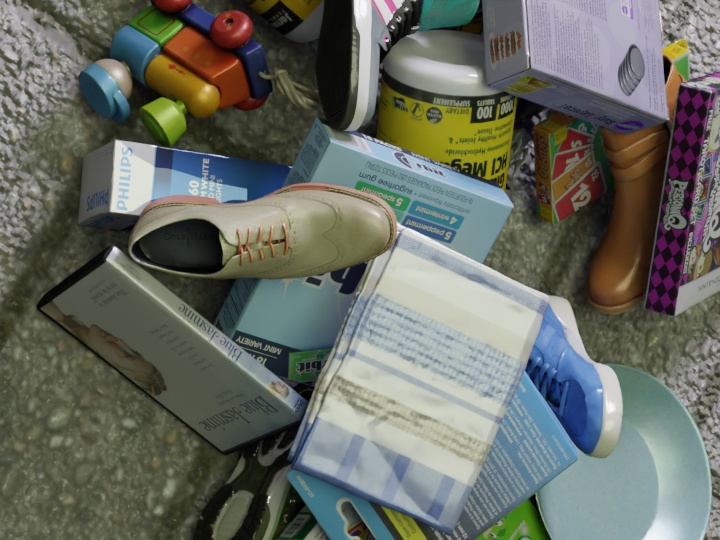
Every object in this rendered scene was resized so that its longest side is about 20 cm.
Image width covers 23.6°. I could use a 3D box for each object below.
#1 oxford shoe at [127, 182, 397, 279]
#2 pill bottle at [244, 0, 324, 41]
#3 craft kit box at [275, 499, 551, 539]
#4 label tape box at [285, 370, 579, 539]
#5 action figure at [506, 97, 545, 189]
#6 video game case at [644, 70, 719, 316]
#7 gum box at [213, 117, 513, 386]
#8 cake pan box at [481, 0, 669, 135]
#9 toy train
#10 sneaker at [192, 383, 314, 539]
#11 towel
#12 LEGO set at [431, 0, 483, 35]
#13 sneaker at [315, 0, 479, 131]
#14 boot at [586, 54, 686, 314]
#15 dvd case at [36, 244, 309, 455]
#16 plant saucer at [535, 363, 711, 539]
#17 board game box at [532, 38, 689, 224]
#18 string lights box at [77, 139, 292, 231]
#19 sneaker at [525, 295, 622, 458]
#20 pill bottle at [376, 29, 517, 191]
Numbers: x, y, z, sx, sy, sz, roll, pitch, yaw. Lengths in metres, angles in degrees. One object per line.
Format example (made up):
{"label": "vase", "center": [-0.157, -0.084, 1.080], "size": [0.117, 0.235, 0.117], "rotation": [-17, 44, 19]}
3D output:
{"label": "oxford shoe", "center": [-0.073, -0.019, 1.256], "size": [0.198, 0.074, 0.072], "rotation": [-5, 106, 9]}
{"label": "pill bottle", "center": [-0.057, -0.261, 1.406], "size": [0.200, 0.112, 0.113], "rotation": [39, 71, -15]}
{"label": "craft kit box", "center": [0.052, 0.224, 1.420], "size": [0.200, 0.048, 0.198], "rotation": [-48, 115, -32]}
{"label": "label tape box", "center": [0.051, 0.144, 1.352], "size": [0.199, 0.066, 0.144], "rotation": [-36, 108, -5]}
{"label": "action figure", "center": [0.158, -0.171, 1.520], "size": [0.200, 0.069, 0.130], "rotation": [-49, 122, -12]}
{"label": "video game case", "center": [0.315, -0.076, 1.519], "size": [0.181, 0.036, 0.202], "rotation": [-20, 122, -53]}
{"label": "gum box", "center": [0.000, 0.000, 1.351], "size": [0.169, 0.045, 0.201], "rotation": [18, 114, -26]}
{"label": "cake pan box", "center": [0.171, -0.226, 1.391], "size": [0.183, 0.052, 0.202], "rotation": [12, 70, -46]}
{"label": "toy train", "center": [-0.120, -0.137, 1.337], "size": [0.116, 0.199, 0.085], "rotation": [-42, 145, -21]}
{"label": "sneaker", "center": [-0.058, 0.176, 1.410], "size": [0.201, 0.076, 0.089], "rotation": [-54, 137, -20]}
{"label": "towel", "center": [0.044, 0.080, 1.294], "size": [0.146, 0.024, 0.202], "rotation": [23, 88, -10]}
{"label": "LEGO set", "center": [0.066, -0.281, 1.449], "size": [0.115, 0.153, 0.202], "rotation": [-16, 99, -41]}
{"label": "sneaker", "center": [0.031, -0.193, 1.321], "size": [0.120, 0.084, 0.202], "rotation": [9, 70, -22]}
{"label": "boot", "center": [0.241, -0.075, 1.502], "size": [0.201, 0.076, 0.155], "rotation": [-51, 142, -11]}
{"label": "dvd case", "center": [-0.145, 0.066, 1.328], "size": [0.200, 0.142, 0.018], "rotation": [40, 57, -15]}
{"label": "plant saucer", "center": [0.223, 0.185, 1.525], "size": [0.199, 0.039, 0.203], "rotation": [8, 73, -28]}
{"label": "board game box", "center": [0.232, -0.127, 1.544], "size": [0.199, 0.030, 0.096], "rotation": [-33, 134, -30]}
{"label": "string lights box", "center": [-0.115, -0.056, 1.374], "size": [0.198, 0.103, 0.060], "rotation": [7, 84, -23]}
{"label": "sneaker", "center": [0.141, 0.083, 1.440], "size": [0.110, 0.201, 0.077], "rotation": [6, 123, -17]}
{"label": "pill bottle", "center": [0.066, -0.086, 1.418], "size": [0.111, 0.112, 0.202], "rotation": [-8, 119, -24]}
